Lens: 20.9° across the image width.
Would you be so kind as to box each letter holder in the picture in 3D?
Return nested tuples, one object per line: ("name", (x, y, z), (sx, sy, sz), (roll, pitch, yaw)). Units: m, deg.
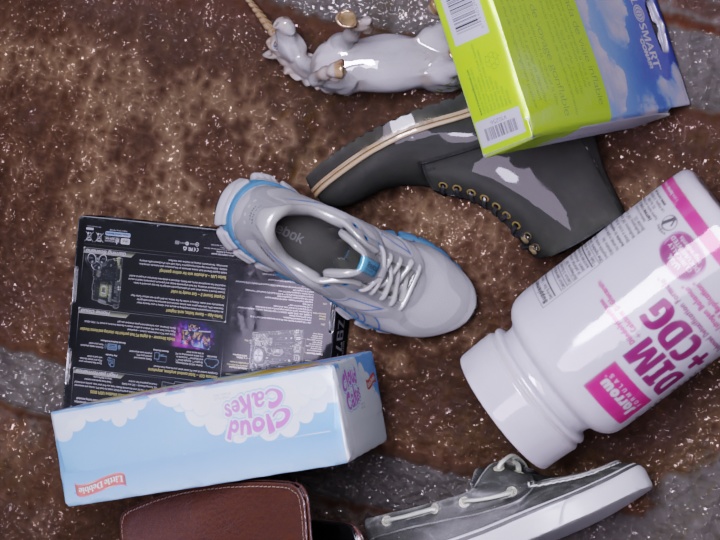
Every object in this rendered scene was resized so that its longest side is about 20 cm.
("letter holder", (-0.064, 0.213, 1.318), (0.200, 0.100, 0.143), (-15, 78, 45))

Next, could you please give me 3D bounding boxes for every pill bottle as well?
("pill bottle", (0.172, 0.036, 1.294), (0.200, 0.113, 0.113), (-38, 83, 11))

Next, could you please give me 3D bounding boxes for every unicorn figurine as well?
("unicorn figurine", (0.008, -0.149, 1.337), (0.199, 0.137, 0.074), (12, 84, -1))

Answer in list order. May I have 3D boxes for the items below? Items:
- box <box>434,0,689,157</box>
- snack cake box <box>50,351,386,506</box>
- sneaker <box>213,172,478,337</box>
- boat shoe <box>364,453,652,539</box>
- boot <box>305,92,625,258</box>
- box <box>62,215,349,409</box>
("box", (0.133, -0.147, 1.273), (0.048, 0.200, 0.122), (-20, 86, 39))
("snack cake box", (-0.093, 0.106, 1.316), (0.199, 0.115, 0.067), (-10, 88, 13))
("sneaker", (0.000, 0.000, 1.314), (0.200, 0.087, 0.075), (21, 91, -25))
("boat shoe", (0.099, 0.161, 1.337), (0.200, 0.071, 0.064), (-21, 75, 7))
("boot", (0.076, -0.052, 1.341), (0.200, 0.077, 0.139), (-25, 90, 14))
("box", (-0.110, 0.048, 1.401), (0.199, 0.044, 0.161), (5, 93, 14))
